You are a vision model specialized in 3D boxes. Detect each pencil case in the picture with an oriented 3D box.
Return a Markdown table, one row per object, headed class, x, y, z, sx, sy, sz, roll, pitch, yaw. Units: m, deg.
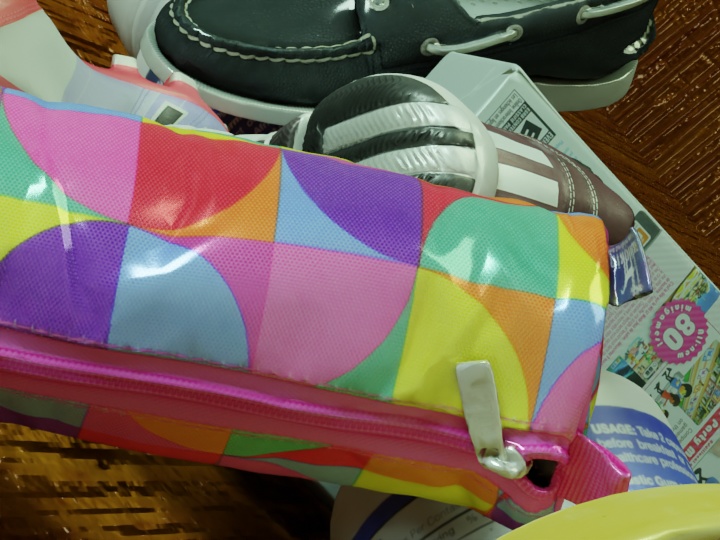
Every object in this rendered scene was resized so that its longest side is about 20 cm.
| class | x | y | z | sx | sy | sz | roll | pitch | yaw |
| --- | --- | --- | --- | --- | --- | --- | --- | --- | --- |
| pencil case | -0.032 | 0.008 | 0.716 | 0.200 | 0.089 | 0.088 | 11 | 18 | -6 |

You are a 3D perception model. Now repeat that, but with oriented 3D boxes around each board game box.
| class | x | y | z | sx | sy | sz | roll | pitch | yaw |
| --- | --- | --- | --- | --- | --- | --- | --- | --- | --- |
| board game box | 0.057 | 0.047 | 1.015 | 0.200 | 0.148 | 0.064 | 46 | -10 | -22 |

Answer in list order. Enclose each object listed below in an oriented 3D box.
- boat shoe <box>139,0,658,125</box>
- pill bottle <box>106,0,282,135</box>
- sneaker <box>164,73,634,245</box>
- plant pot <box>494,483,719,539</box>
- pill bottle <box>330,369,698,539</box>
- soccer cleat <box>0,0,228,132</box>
| class | x | y | z | sx | sy | sz | roll | pitch | yaw |
| --- | --- | --- | --- | --- | --- | --- | --- | --- | --- |
| boat shoe | 0.018 | -0.096 | 1.050 | 0.200 | 0.060 | 0.076 | -8 | 46 | -32 |
| pill bottle | -0.020 | -0.054 | 1.129 | 0.120 | 0.120 | 0.200 | 37 | 17 | -51 |
| sneaker | 0.000 | 0.000 | 0.861 | 0.115 | 0.200 | 0.076 | 14 | 76 | -35 |
| plant pot | 0.068 | 0.142 | 0.669 | 0.201 | 0.201 | 0.189 | 49 | -5 | -8 |
| pill bottle | 0.056 | 0.099 | 0.879 | 0.112 | 0.112 | 0.200 | 37 | 25 | -52 |
| soccer cleat | -0.097 | -0.039 | 0.947 | 0.200 | 0.067 | 0.077 | 41 | 39 | -57 |
